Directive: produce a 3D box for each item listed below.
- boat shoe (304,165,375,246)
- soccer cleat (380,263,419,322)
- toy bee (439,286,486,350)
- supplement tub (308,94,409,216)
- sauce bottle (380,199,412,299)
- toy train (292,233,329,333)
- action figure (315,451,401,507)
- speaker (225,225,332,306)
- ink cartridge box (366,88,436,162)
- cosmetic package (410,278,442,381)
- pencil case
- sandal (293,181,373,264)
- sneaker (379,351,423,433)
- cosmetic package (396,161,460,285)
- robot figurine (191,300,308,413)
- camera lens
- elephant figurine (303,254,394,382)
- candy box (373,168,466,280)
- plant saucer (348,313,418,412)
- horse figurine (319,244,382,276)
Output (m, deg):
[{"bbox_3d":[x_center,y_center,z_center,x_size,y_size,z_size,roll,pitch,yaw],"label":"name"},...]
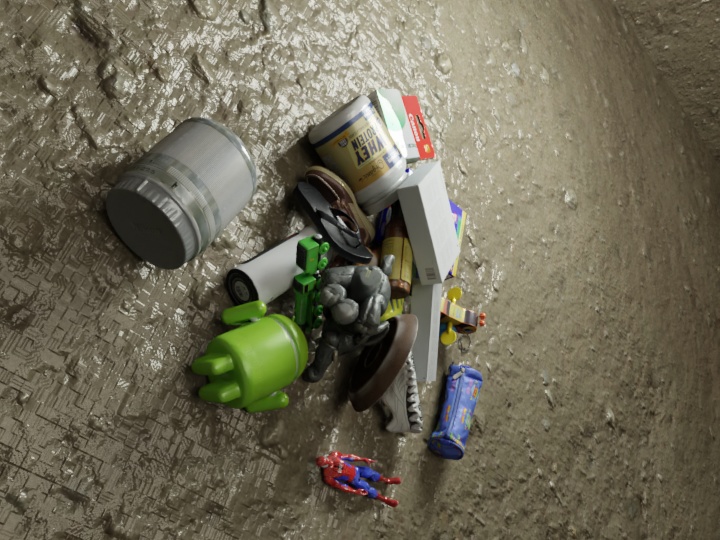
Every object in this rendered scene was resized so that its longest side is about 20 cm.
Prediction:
[{"bbox_3d":[-0.046,-0.111,1.260,0.201,0.071,0.073,53,48,-28],"label":"boat shoe"},{"bbox_3d":[0.064,0.038,1.311,0.200,0.064,0.085,-50,125,-52],"label":"soccer cleat"},{"bbox_3d":[0.216,0.100,1.424,0.197,0.108,0.134,10,69,-42],"label":"toy bee"},{"bbox_3d":[0.004,-0.226,1.290,0.202,0.143,0.145,55,47,-16],"label":"supplement tub"},{"bbox_3d":[0.074,-0.047,1.270,0.065,0.065,0.204,27,59,-35],"label":"sauce bottle"},{"bbox_3d":[-0.090,0.029,1.116,0.056,0.041,0.203,-25,136,-38],"label":"toy train"},{"bbox_3d":[-0.004,0.371,1.168,0.198,0.051,0.067,31,61,-31],"label":"action figure"},{"bbox_3d":[-0.136,-0.006,1.129,0.199,0.080,0.082,-35,102,-44],"label":"speaker"},{"bbox_3d":[0.107,-0.334,1.495,0.198,0.050,0.164,-18,90,-44],"label":"ink cartridge box"},{"bbox_3d":[0.130,0.123,1.327,0.082,0.050,0.205,26,68,-71],"label":"cosmetic package"},{"bbox_3d":[0.203,0.293,1.369,0.088,0.076,0.202,68,35,-47],"label":"pencil case"},{"bbox_3d":[-0.049,-0.091,1.171,0.201,0.043,0.076,49,28,13],"label":"sandal"},{"bbox_3d":[0.071,0.218,1.245,0.075,0.079,0.205,-58,141,-83],"label":"sneaker"},{"bbox_3d":[0.140,-0.096,1.291,0.151,0.051,0.204,-46,125,-54],"label":"cosmetic package"},{"bbox_3d":[-0.165,0.142,1.027,0.198,0.114,0.179,-22,100,-44],"label":"robot figurine"},{"bbox_3d":[-0.263,-0.121,0.984,0.161,0.158,0.201,51,48,-20],"label":"camera lens"},{"bbox_3d":[-0.021,0.089,1.132,0.151,0.202,0.144,1,51,-8],"label":"elephant figurine"},{"bbox_3d":[0.136,-0.094,1.425,0.198,0.076,0.172,32,59,-34],"label":"candy box"},{"bbox_3d":[0.033,0.158,1.170,0.032,0.200,0.202,32,55,-11],"label":"plant saucer"},{"bbox_3d":[0.000,0.000,1.247,0.199,0.049,0.135,21,87,-58],"label":"horse figurine"}]
